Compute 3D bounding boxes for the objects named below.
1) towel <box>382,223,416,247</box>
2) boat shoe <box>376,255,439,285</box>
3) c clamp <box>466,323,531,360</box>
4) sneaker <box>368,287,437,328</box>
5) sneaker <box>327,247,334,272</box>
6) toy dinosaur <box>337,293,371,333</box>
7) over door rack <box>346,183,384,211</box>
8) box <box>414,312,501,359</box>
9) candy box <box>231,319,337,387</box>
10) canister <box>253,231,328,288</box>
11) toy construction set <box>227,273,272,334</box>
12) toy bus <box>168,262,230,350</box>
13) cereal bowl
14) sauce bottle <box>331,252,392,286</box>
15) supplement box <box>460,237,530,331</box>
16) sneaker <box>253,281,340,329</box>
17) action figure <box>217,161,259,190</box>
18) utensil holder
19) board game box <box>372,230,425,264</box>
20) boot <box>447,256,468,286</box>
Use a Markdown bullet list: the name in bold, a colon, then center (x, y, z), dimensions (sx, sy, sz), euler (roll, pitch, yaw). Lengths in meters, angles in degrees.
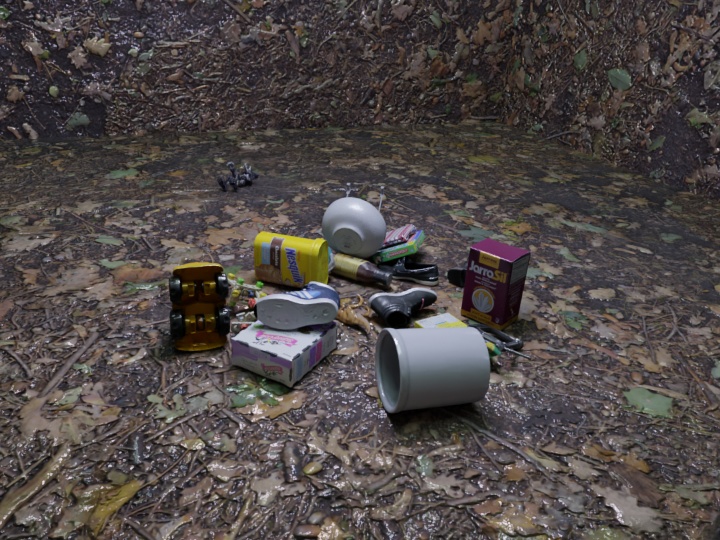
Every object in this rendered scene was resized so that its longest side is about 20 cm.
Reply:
- **towel**: center (0.073, -0.091, 1.957), dimensions (0.198, 0.030, 0.146), euler (-18, 11, 24)
- **boat shoe**: center (0.141, -0.010, 1.841), dimensions (0.197, 0.067, 0.074), euler (15, 29, 23)
- **c clamp**: center (0.338, 0.171, 1.472), dimensions (0.169, 0.027, 0.200), euler (24, 9, 22)
- **sneaker**: center (0.127, 0.103, 1.611), dimensions (0.197, 0.071, 0.099), euler (-4, 37, -23)
- **sneaker**: center (-0.163, -0.037, 1.818), dimensions (0.198, 0.081, 0.077), euler (-2, 18, 27)
- **toy dinosaur**: center (-0.014, 0.120, 1.577), dimensions (0.199, 0.061, 0.106), euler (16, 47, 41)
- **over door rack**: center (0.009, -0.233, 2.270), dimensions (0.146, 0.067, 0.202), euler (6, 46, 4)
- **box**: center (0.234, 0.175, 1.492), dimensions (0.116, 0.049, 0.200), euler (-11, 27, -31)
- **candy box**: center (-0.172, 0.167, 1.415), dimensions (0.166, 0.072, 0.200), euler (16, 27, 23)
- **canister**: center (-0.196, -0.026, 1.732), dimensions (0.197, 0.150, 0.087), euler (10, 25, 17)
- **toy construction set**: center (-0.276, 0.086, 1.546), dimensions (0.130, 0.093, 0.201), euler (20, 26, -26)
- **toy bus**: center (-0.388, 0.063, 1.467), dimensions (0.134, 0.203, 0.192), euler (-3, 18, -17)
- **cereal bowl**: center (-0.026, -0.111, 1.828), dimensions (0.197, 0.202, 0.084), euler (10, 38, 12)
- **sauce bottle**: center (0.000, 0.000, 1.804), dimensions (0.198, 0.067, 0.066), euler (18, 28, 23)
- **supplement box**: center (0.354, 0.036, 1.621), dimensions (0.130, 0.203, 0.103), euler (22, 30, 36)
- **sneaker**: center (-0.146, 0.076, 1.451), dimensions (0.197, 0.082, 0.147), euler (0, 16, -3)
- **action figure**: center (-0.492, -0.393, 2.513), dimensions (0.117, 0.103, 0.200), euler (1, 24, 22)
- **utensil holder**: center (0.147, 0.203, 1.284), dimensions (0.197, 0.172, 0.170), euler (-1, 25, -17)
- **board game box**: center (0.123, -0.075, 1.925), dimensions (0.133, 0.029, 0.200), euler (-17, 11, 18)
- **boot**: center (0.374, 0.004, 1.845), dimensions (0.198, 0.070, 0.173), euler (21, 31, 36)
